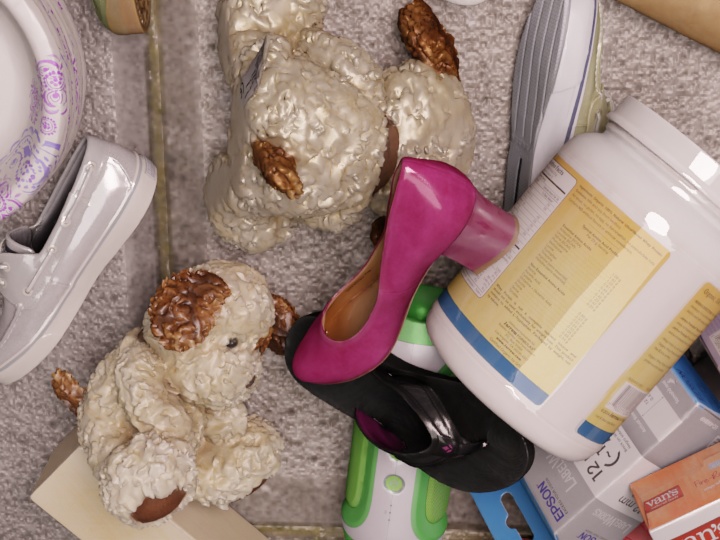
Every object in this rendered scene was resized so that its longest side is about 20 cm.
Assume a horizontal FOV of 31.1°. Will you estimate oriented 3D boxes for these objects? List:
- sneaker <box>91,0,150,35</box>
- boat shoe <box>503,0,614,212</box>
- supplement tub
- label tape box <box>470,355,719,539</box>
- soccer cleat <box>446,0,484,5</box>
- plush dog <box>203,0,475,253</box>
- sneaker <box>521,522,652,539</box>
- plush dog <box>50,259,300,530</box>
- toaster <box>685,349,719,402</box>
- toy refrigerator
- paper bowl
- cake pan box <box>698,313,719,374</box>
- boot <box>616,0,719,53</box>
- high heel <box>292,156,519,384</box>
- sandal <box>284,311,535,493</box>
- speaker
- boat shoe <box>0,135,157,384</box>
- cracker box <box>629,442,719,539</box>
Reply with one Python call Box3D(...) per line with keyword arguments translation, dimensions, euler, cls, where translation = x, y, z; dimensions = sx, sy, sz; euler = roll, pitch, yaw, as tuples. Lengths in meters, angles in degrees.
Box3D(translation=(-0.195, -0.252, 0.841), dimensions=(0.089, 0.067, 0.203), euler=(-6, 105, 4), cls="sneaker")
Box3D(translation=(0.142, -0.105, 0.892), dimensions=(0.061, 0.072, 0.202), euler=(-3, 120, -16), cls="boat shoe")
Box3D(translation=(0.153, 0.005, 0.829), dimensions=(0.144, 0.145, 0.200), euler=(38, 100, -12), cls="supplement tub")
Box3D(translation=(0.149, 0.121, 0.924), dimensions=(0.200, 0.144, 0.066), euler=(-45, 132, 16), cls="label tape box")
Box3D(translation=(0.020, -0.248, 0.823), dimensions=(0.068, 0.085, 0.201), euler=(-35, 106, 14), cls="soccer cleat")
Box3D(translation=(-0.002, -0.091, 0.858), dimensions=(0.170, 0.160, 0.202), euler=(-3, 113, -22), cls="plush dog")
Box3D(translation=(0.191, 0.243, 1.005), dimensions=(0.198, 0.087, 0.074), euler=(-19, 110, 9), cls="sneaker")
Box3D(translation=(-0.123, 0.068, 0.922), dimensions=(0.160, 0.200, 0.172), euler=(40, 100, 20), cls="plush dog")
Box3D(translation=(0.303, 0.136, 0.937), dimensions=(0.113, 0.129, 0.201), euler=(-35, 106, 13), cls="toaster")
Box3D(translation=(-0.155, 0.202, 1.007), dimensions=(0.200, 0.076, 0.070), euler=(43, 107, -14), cls="toy refrigerator")
Box3D(translation=(-0.284, -0.132, 0.868), dimensions=(0.198, 0.105, 0.203), euler=(1, 112, 2), cls="paper bowl")
Box3D(translation=(0.304, 0.003, 0.849), dimensions=(0.183, 0.200, 0.052), euler=(-33, 107, 11), cls="cake pan box")
Box3D(translation=(0.245, -0.150, 0.868), dimensions=(0.199, 0.066, 0.176), euler=(27, 97, -9), cls="boot")
Box3D(translation=(0.000, 0.000, 0.817), dimensions=(0.096, 0.068, 0.200), euler=(29, 124, -32), cls="high heel")
Box3D(translation=(0.023, 0.096, 0.878), dimensions=(0.199, 0.048, 0.076), euler=(25, 116, 26), cls="sandal")
Box3D(translation=(0.034, 0.116, 0.960), dimensions=(0.087, 0.089, 0.202), euler=(7, 111, -1), cls="speaker")
Box3D(translation=(-0.224, -0.008, 0.921), dimensions=(0.068, 0.072, 0.200), euler=(30, 111, -31), cls="boat shoe")
Box3D(translation=(0.281, 0.201, 0.858), dimensions=(0.133, 0.058, 0.201), euler=(-27, 113, 10), cls="cracker box")
